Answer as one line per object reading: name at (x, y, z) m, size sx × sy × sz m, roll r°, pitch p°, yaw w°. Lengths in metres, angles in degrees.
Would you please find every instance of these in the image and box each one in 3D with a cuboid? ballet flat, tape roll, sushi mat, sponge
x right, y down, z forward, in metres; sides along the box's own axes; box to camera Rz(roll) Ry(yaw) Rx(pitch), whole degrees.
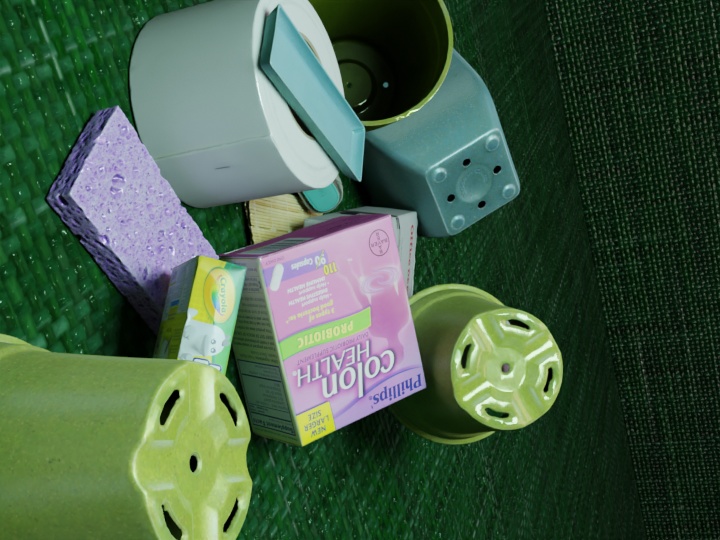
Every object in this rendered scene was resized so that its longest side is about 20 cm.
ballet flat at (-0.084, -0.152, 1.145) m, size 0.200 × 0.067 × 0.064 m, roll 59°, pitch 4°, yaw -38°
tape roll at (-0.115, -0.171, 0.960) m, size 0.203 × 0.139 × 0.204 m, roll -8°, pitch 90°, yaw -68°
sushi mat at (-0.086, -0.047, 1.150) m, size 0.200 × 0.012 × 0.096 m, roll 5°, pitch 78°, yaw -67°
sponge at (-0.196, -0.035, 0.863) m, size 0.200 × 0.030 × 0.112 m, roll 61°, pitch 31°, yaw -41°

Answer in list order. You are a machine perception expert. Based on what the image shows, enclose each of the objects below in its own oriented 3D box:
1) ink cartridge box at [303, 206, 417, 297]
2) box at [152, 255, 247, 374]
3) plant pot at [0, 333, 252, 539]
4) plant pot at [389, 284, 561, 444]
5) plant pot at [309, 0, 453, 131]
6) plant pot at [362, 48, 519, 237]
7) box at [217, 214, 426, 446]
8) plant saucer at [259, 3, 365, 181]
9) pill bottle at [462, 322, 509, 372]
ink cartridge box at (0.000, 0.000, 1.214) m, size 0.200 × 0.084 × 0.145 m, roll -20°, pitch 117°, yaw -67°
box at (-0.147, 0.094, 0.799) m, size 0.048 × 0.117 × 0.201 m, roll 16°, pitch 80°, yaw -19°
plant pot at (-0.181, 0.133, 0.649) m, size 0.200 × 0.184 × 0.201 m, roll -8°, pitch 90°, yaw -68°
plant pot at (0.138, 0.113, 1.120) m, size 0.184 × 0.200 × 0.201 m, roll 167°, pitch -84°, yaw -76°
plant pot at (-0.005, -0.251, 1.160) m, size 0.193 × 0.200 × 0.201 m, roll 138°, pitch -53°, yaw -82°
plant pot at (0.109, -0.159, 1.313) m, size 0.200 × 0.195 × 0.197 m, roll 52°, pitch -9°, yaw 52°
box at (-0.041, 0.058, 1.024) m, size 0.176 × 0.097 × 0.201 m, roll -19°, pitch 103°, yaw -36°
plant saucer at (-0.043, -0.165, 0.926) m, size 0.200 × 0.019 × 0.070 m, roll 47°, pitch 41°, yaw -53°
pill bottle at (0.105, 0.110, 1.314) m, size 0.114 × 0.199 × 0.115 m, roll -8°, pitch 90°, yaw -67°
